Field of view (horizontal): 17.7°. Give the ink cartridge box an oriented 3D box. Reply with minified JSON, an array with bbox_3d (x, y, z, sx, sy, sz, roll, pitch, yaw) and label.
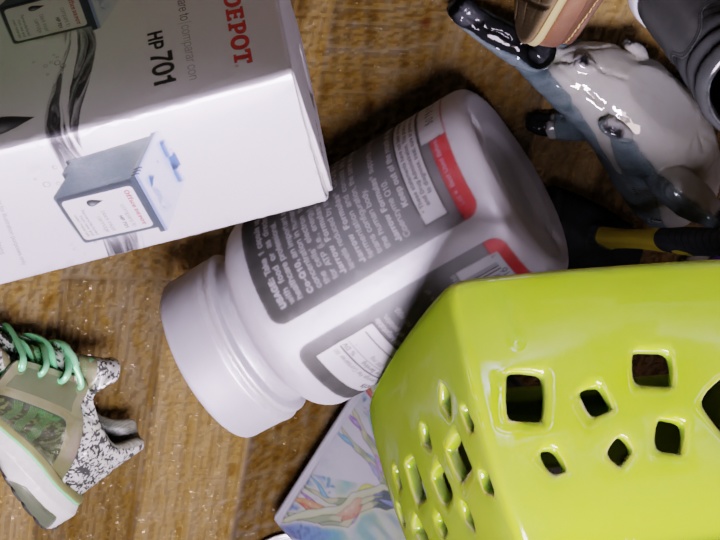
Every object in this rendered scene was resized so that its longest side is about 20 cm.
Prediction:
[{"bbox_3d":[-0.126,-0.082,1.102,0.199,0.147,0.086,-16,133,2],"label":"ink cartridge box"}]

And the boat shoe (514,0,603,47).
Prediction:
[{"bbox_3d":[0.134,-0.186,1.111,0.067,0.072,0.201,12,127,-20],"label":"boat shoe"}]

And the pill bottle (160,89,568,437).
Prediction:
[{"bbox_3d":[0.000,0.000,1.231,0.199,0.114,0.114,-30,132,16],"label":"pill bottle"}]

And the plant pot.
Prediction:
[{"bbox_3d":[0.126,0.115,1.162,0.198,0.183,0.200,-4,161,-14],"label":"plant pot"}]

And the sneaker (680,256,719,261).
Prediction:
[{"bbox_3d":[0.236,0.014,1.302,0.069,0.100,0.201,10,133,-21],"label":"sneaker"}]

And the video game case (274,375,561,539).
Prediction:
[{"bbox_3d":[0.053,0.143,1.351,0.022,0.182,0.200,-23,152,-49],"label":"video game case"}]

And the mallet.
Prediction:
[{"bbox_3d":[0.148,-0.020,1.215,0.066,0.200,0.041,25,81,-17],"label":"mallet"}]

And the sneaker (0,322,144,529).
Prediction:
[{"bbox_3d":[-0.181,0.058,1.289,0.088,0.077,0.200,-29,139,-2],"label":"sneaker"}]

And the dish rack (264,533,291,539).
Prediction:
[{"bbox_3d":[-0.022,0.259,1.523,0.199,0.044,0.172,25,123,-32],"label":"dish rack"}]

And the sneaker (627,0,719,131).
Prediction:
[{"bbox_3d":[0.234,-0.096,1.201,0.199,0.099,0.071,15,126,-27],"label":"sneaker"}]

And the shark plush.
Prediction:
[{"bbox_3d":[0.121,-0.075,1.223,0.199,0.091,0.083,20,157,-34],"label":"shark plush"}]
